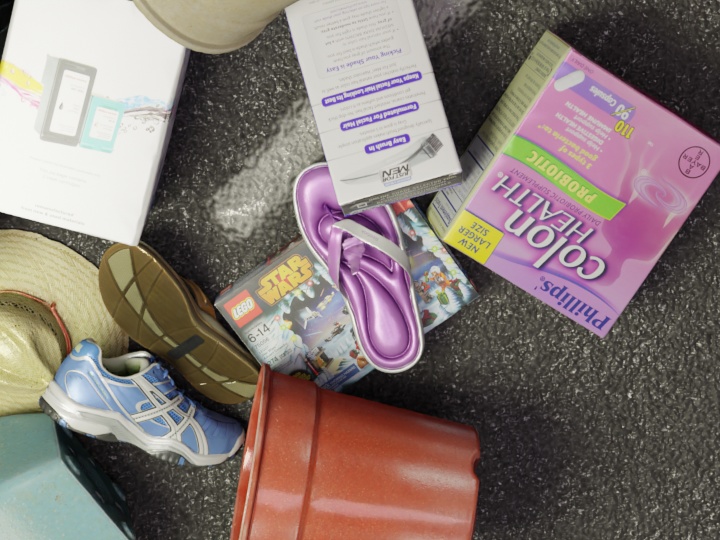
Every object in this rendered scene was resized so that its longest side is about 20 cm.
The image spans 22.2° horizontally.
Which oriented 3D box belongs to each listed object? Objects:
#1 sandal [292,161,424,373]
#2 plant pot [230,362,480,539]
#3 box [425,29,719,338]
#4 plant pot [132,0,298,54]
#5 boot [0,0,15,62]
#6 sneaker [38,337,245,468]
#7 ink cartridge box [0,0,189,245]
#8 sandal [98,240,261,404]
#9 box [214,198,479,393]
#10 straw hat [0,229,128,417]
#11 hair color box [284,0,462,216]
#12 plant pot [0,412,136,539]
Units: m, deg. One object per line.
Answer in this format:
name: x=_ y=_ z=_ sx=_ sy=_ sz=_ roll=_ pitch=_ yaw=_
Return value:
sandal: x=0.007 y=-0.003 z=1.607 sx=0.082 sy=0.050 sz=0.203 roll=-25 pitch=101 yaw=3
plant pot: x=-0.005 y=0.194 z=1.591 sx=0.195 sy=0.201 sz=0.201 roll=10 pitch=103 yaw=-5
box: x=0.188 y=-0.076 z=1.609 sx=0.176 sy=0.097 sz=0.200 roll=31 pitch=101 yaw=-15
plant pot: x=-0.066 y=-0.286 z=1.424 sx=0.183 sy=0.200 sz=0.201 roll=-11 pitch=108 yaw=39
boot: x=-0.324 y=-0.200 z=1.524 sx=0.073 sy=0.162 sz=0.198 roll=18 pitch=102 yaw=-6
sneaker: x=-0.182 y=0.120 z=1.634 sx=0.200 sy=0.076 sz=0.077 roll=20 pitch=98 yaw=-35
ink cartridge box: x=-0.228 y=-0.147 z=1.551 sx=0.146 sy=0.147 sz=0.200 roll=14 pitch=102 yaw=-6
sandal: x=-0.160 y=0.041 z=1.650 sx=0.080 sy=0.054 sz=0.200 roll=-28 pitch=121 yaw=28
box: x=-0.012 y=0.022 z=1.659 sx=0.200 sy=0.040 sz=0.137 roll=-36 pitch=102 yaw=6
straw hat: x=-0.308 y=0.067 z=1.631 sx=0.201 sy=0.085 sz=0.201 roll=-1 pitch=104 yaw=-3
hair color box: x=0.009 y=-0.158 z=1.570 sx=0.109 sy=0.065 sz=0.200 roll=-15 pitch=80 yaw=1
plant pot: x=-0.311 y=0.239 z=1.615 sx=0.200 sy=0.196 sz=0.196 roll=-37 pitch=113 yaw=0
